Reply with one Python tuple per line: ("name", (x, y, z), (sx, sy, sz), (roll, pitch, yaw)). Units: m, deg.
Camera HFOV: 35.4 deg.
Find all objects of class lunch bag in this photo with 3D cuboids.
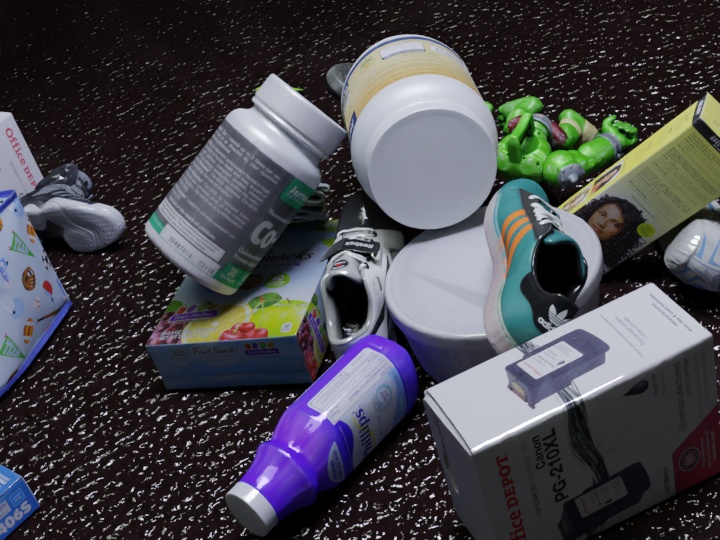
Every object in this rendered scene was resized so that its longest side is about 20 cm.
("lunch bag", (-0.427, 0.037, 1.219), (0.123, 0.171, 0.200), (-8, 35, 20))

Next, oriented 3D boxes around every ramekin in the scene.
("ramekin", (0.128, 0.031, 1.045), (0.201, 0.095, 0.203), (-11, 34, 8))

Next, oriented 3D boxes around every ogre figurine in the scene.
("ogre figurine", (0.190, -0.140, 1.253), (0.199, 0.098, 0.120), (29, 46, 14))

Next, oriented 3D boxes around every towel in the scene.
("towel", (-0.128, -0.073, 1.270), (0.170, 0.048, 0.200), (-7, 5, -9))

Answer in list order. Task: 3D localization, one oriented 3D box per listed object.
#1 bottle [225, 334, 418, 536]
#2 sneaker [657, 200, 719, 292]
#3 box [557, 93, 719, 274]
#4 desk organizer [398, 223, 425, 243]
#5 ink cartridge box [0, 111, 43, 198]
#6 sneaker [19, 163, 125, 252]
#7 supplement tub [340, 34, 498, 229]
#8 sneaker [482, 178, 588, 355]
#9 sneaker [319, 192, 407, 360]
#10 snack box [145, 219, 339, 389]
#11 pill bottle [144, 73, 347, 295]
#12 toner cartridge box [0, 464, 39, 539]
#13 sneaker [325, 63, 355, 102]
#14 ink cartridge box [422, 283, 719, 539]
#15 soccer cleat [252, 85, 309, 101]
("bottle", (-0.031, 0.142, 0.968), (0.065, 0.084, 0.200), (22, 49, 34))
("sneaker", (0.327, -0.037, 1.091), (0.072, 0.072, 0.200), (-48, 10, 27))
("box", (0.270, -0.073, 1.056), (0.200, 0.075, 0.050), (-42, 10, 41))
("desk organizer", (0.049, -0.072, 1.243), (0.071, 0.077, 0.200), (-13, 34, 6))
("ink cartridge box", (-0.517, -0.097, 1.473), (0.085, 0.148, 0.200), (7, 42, 32))
("sneaker", (-0.367, -0.087, 1.452), (0.199, 0.076, 0.114), (1, 40, 30))
("supplement tub", (0.057, -0.139, 1.123), (0.144, 0.145, 0.200), (-16, 29, 3))
("sneaker", (0.151, -0.014, 0.928), (0.080, 0.071, 0.201), (-38, 29, 35))
("sneaker", (0.000, 0.000, 1.083), (0.074, 0.089, 0.201), (-10, 60, 16))
("snack box", (-0.106, 0.032, 1.174), (0.168, 0.068, 0.200), (-5, 34, 20))
("pill bottle", (-0.111, -0.085, 1.109), (0.200, 0.113, 0.113), (-52, 36, 6))
("toner cartridge box", (-0.405, 0.210, 1.076), (0.199, 0.043, 0.095), (14, 46, 38))
("sneaker", (0.027, -0.173, 1.331), (0.114, 0.199, 0.076), (-47, 48, 33))
("ink cartridge box", (0.163, 0.122, 0.853), (0.199, 0.145, 0.084), (-24, 35, -9))
("soccer cleat", (-0.104, -0.199, 1.510), (0.081, 0.068, 0.200), (-4, 34, -2))
